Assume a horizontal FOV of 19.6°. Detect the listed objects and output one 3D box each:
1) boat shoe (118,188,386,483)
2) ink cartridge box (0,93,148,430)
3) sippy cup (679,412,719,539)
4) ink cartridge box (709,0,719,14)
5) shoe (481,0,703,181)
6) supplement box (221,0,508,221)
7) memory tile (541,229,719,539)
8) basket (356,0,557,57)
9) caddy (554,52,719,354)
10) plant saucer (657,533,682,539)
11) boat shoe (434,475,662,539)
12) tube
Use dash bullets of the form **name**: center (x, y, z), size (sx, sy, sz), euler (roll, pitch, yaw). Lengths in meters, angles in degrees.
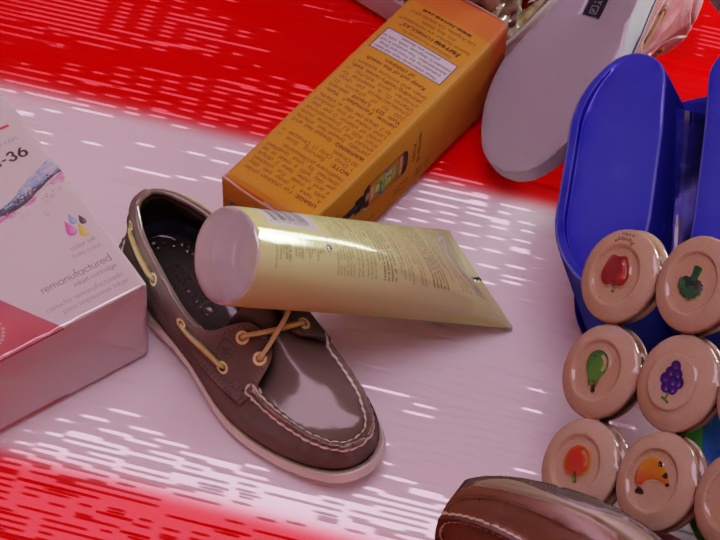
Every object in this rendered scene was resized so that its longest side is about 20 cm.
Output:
- **boat shoe**: center (-0.062, 0.033, 1.128), size (0.072, 0.061, 0.202), euler (-34, 61, -25)
- **ink cartridge box**: center (-0.216, -0.017, 1.154), size (0.116, 0.068, 0.200), euler (-28, 59, -22)
- **sippy cup**: center (0.247, 0.090, 1.025), size (0.178, 0.130, 0.140), euler (50, 45, -4)
- **ink cartridge box**: center (0.278, -0.127, 1.212), size (0.068, 0.200, 0.115), euler (-46, 50, 6)
- **shoe**: center (0.148, -0.132, 1.261), size (0.071, 0.091, 0.201), euler (26, 84, 31)
- **supplement box**: center (0.004, -0.080, 1.214), size (0.069, 0.067, 0.200), euler (30, 57, 19)
- **memory tile**: center (0.174, 0.057, 1.013), size (0.199, 0.017, 0.155), euler (6, 79, 46)
- **basket**: center (0.048, -0.242, 1.302), size (0.199, 0.124, 0.136), euler (34, 59, 20)
- **caddy**: center (0.187, -0.030, 1.163), size (0.140, 0.105, 0.201), euler (-1, 56, 22)
- **plant saucer**: center (0.117, 0.201, 1.016), size (0.199, 0.051, 0.202), euler (2, 53, -2)
- **boat shoe**: center (0.122, 0.165, 0.968), size (0.199, 0.076, 0.074), euler (26, 61, 16)
- **tube**: center (0.000, 0.000, 1.122), size (0.199, 0.052, 0.059), euler (4, 85, -46)
